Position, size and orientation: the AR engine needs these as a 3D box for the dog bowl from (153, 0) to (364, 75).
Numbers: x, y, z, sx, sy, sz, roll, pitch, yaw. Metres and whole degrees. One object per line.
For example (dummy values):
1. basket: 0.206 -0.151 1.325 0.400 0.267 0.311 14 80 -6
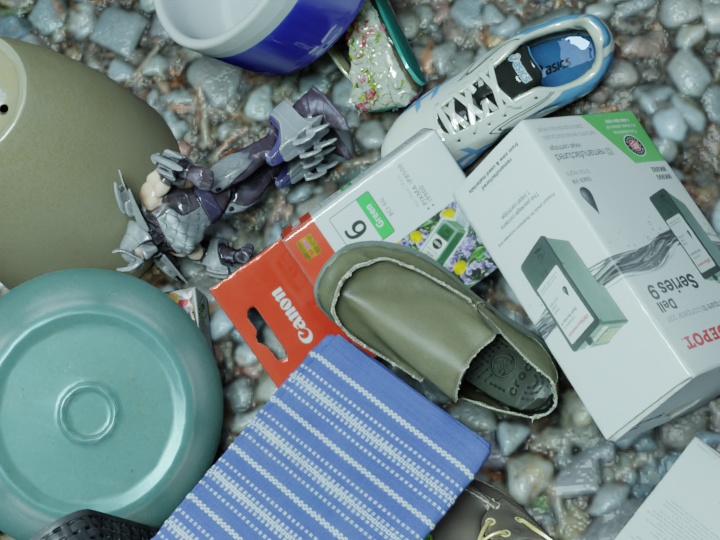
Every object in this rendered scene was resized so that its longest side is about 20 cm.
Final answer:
1. dog bowl: -0.072 -0.255 0.980 0.199 0.078 0.203 -15 68 44

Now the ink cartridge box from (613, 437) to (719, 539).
1. ink cartridge box: 0.201 0.212 0.822 0.109 0.051 0.200 38 57 17

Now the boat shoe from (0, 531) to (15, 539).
1. boat shoe: -0.221 0.193 0.940 0.198 0.068 0.073 -27 71 2

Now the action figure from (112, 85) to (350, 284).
1. action figure: -0.101 -0.059 0.964 0.199 0.131 0.070 -35 60 -9

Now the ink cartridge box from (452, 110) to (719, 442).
1. ink cartridge box: 0.177 -0.002 0.873 0.084 0.145 0.201 -46 67 38

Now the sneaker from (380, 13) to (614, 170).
1. sneaker: 0.099 -0.133 0.969 0.198 0.073 0.072 -31 73 2

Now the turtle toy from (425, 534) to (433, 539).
1. turtle toy: -0.025 0.247 0.866 0.199 0.101 0.146 -40 70 -11

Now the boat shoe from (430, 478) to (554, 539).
1. boat shoe: 0.103 0.201 0.881 0.199 0.060 0.072 39 85 18

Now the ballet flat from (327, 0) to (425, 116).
1. ballet flat: -0.009 -0.211 1.014 0.063 0.075 0.202 -26 67 20

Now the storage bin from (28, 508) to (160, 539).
1. storage bin: -0.182 0.243 0.848 0.135 0.200 0.094 -36 72 -1

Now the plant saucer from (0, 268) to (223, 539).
1. plant saucer: -0.191 0.099 0.901 0.197 0.036 0.203 1 87 -16

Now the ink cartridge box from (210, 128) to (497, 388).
1. ink cartridge box: 0.000 0.000 0.932 0.199 0.050 0.110 -36 99 -1

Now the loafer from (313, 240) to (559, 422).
1. loafer: 0.061 0.043 0.878 0.198 0.070 0.076 25 100 -18

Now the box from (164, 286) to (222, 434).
1. box: -0.209 0.088 0.984 0.197 0.035 0.112 -12 73 7

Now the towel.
1. towel: -0.025 0.148 0.843 0.144 0.024 0.200 34 66 21

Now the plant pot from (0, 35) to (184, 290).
1. plant pot: -0.248 -0.089 0.954 0.184 0.200 0.190 -3 75 9
